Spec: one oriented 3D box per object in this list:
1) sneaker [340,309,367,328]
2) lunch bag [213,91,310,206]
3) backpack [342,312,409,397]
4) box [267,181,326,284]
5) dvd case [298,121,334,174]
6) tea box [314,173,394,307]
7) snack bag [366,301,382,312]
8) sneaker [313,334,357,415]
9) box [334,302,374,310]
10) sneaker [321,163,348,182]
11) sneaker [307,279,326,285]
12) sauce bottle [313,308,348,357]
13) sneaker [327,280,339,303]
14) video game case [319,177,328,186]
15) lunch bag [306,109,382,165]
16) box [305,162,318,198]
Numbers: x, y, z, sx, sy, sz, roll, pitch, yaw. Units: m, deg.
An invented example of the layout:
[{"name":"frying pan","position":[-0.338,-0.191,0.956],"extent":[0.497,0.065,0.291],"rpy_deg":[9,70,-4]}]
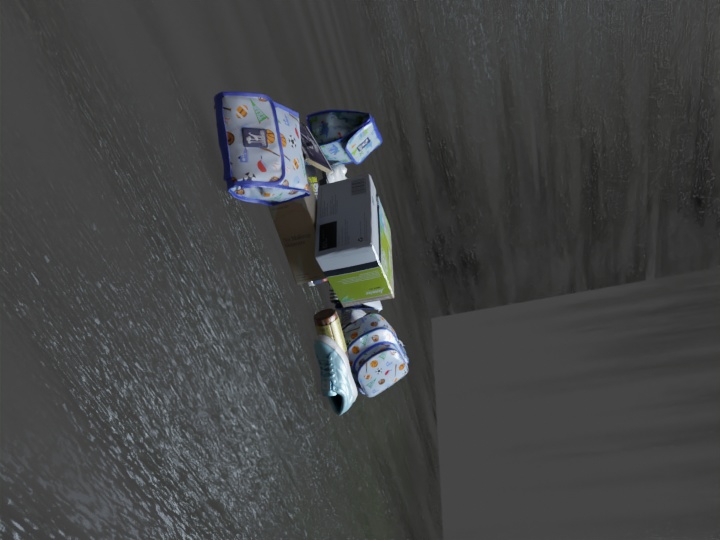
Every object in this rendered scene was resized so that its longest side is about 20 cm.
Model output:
[{"name":"sneaker","position":[-0.035,0.147,1.537],"extent":[0.087,0.075,0.199],"rpy_deg":[48,18,7]},{"name":"lunch bag","position":[-0.186,-0.221,0.992],"extent":[0.198,0.120,0.176],"rpy_deg":[2,78,-63]},{"name":"backpack","position":[0.028,0.221,1.428],"extent":[0.193,0.197,0.154],"rpy_deg":[59,-8,-31]},{"name":"box","position":[-0.128,-0.082,1.198],"extent":[0.079,0.092,0.205],"rpy_deg":[-79,154,-58]},{"name":"dvd case","position":[-0.139,-0.324,1.363],"extent":[0.151,0.016,0.199],"rpy_deg":[60,15,9]},{"name":"tea box","position":[-0.010,-0.063,1.205],"extent":[0.199,0.129,0.205],"rpy_deg":[64,20,-52]},{"name":"snack bag","position":[0.000,0.000,1.434],"extent":[0.187,0.021,0.207],"rpy_deg":[25,50,-62]},{"name":"sneaker","position":[-0.066,0.252,1.269],"extent":[0.082,0.072,0.205],"rpy_deg":[-51,122,-51]},{"name":"box","position":[-0.006,0.066,1.569],"extent":[0.202,0.117,0.033],"rpy_deg":[-77,164,-60]},{"name":"sneaker","position":[-0.053,-0.232,1.650],"extent":[0.071,0.078,0.204],"rpy_deg":[48,-20,50]},{"name":"sneaker","position":[-0.092,-0.049,1.351],"extent":[0.076,0.082,0.205],"rpy_deg":[65,19,-48]},{"name":"sauce bottle","position":[-0.065,0.199,1.332],"extent":[0.066,0.064,0.207],"rpy_deg":[-66,146,-69]},{"name":"sneaker","position":[-0.065,0.024,1.505],"extent":[0.201,0.073,0.119],"rpy_deg":[-76,170,-68]},{"name":"video game case","position":[-0.066,-0.150,1.529],"extent":[0.201,0.025,0.184],"rpy_deg":[-105,172,-63]},{"name":"lunch bag","position":[-0.042,-0.397,1.596],"extent":[0.170,0.193,0.132],"rpy_deg":[32,48,-74]},{"name":"box","position":[-0.146,-0.204,1.319],"extent":[0.200,0.043,0.166],"rpy_deg":[-43,122,-76]}]
